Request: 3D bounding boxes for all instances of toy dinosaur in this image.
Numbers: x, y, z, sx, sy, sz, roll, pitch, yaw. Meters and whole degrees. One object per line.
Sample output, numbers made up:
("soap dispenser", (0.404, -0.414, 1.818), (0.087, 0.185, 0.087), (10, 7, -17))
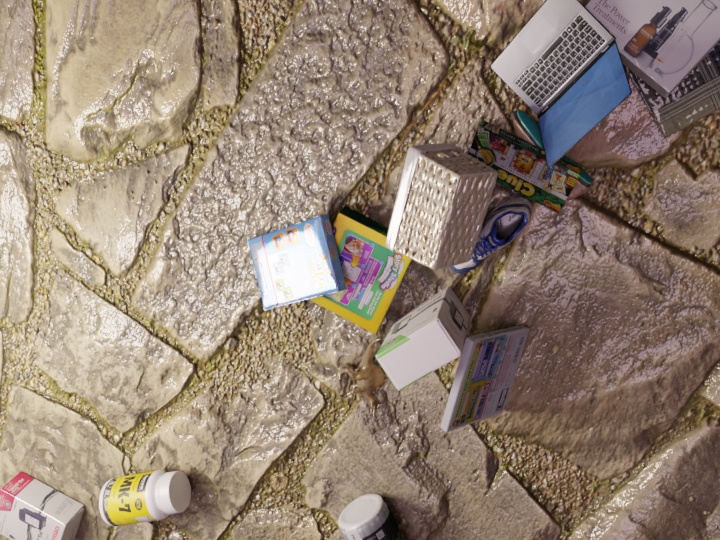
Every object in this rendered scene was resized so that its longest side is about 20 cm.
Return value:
("toy dinosaur", (0.003, 0.222, 1.432), (0.099, 0.058, 0.203), (-2, 115, -2))

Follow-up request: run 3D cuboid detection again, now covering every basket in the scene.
("basket", (0.149, -0.115, 1.210), (0.123, 0.134, 0.203), (33, 122, 37))

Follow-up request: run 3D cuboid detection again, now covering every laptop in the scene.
("laptop", (0.323, -0.320, 1.103), (0.200, 0.116, 0.187), (45, 136, 0))

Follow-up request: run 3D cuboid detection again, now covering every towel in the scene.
("towel", (0.563, -0.358, 1.126), (0.198, 0.035, 0.194), (-29, 102, 17))

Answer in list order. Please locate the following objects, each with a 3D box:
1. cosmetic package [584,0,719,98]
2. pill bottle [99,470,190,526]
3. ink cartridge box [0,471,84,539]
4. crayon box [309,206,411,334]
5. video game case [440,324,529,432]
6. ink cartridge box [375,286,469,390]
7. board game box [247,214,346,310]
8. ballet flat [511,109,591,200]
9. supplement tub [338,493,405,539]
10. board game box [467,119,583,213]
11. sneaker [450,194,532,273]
("cosmetic package", (0.479, -0.408, 1.082), (0.200, 0.052, 0.151), (44, 104, 12))
("pill bottle", (-0.522, 0.551, 1.616), (0.197, 0.114, 0.116), (-14, 104, 16))
("ink cartridge box", (-0.844, 0.645, 1.735), (0.198, 0.084, 0.146), (26, 112, 4))
("crayon box", (0.000, 0.000, 1.350), (0.171, 0.058, 0.202), (26, 112, 2))
("video game case", (0.247, 0.211, 1.311), (0.022, 0.180, 0.203), (32, 118, 43))
("ink cartridge box", (0.126, 0.127, 1.286), (0.145, 0.200, 0.085), (-34, 96, 20))
("board game box", (-0.131, -0.014, 1.342), (0.198, 0.036, 0.154), (-15, 89, 34))
("ballet flat", (0.331, -0.202, 1.208), (0.200, 0.068, 0.067), (44, 128, -3))
("supplement tub", (0.042, 0.624, 1.505), (0.121, 0.123, 0.202), (-23, 100, 19))
("board game box", (0.291, -0.187, 1.200), (0.198, 0.024, 0.105), (29, 149, 12))
("sneaker", (0.239, -0.064, 1.259), (0.075, 0.088, 0.200), (42, 113, -5))
